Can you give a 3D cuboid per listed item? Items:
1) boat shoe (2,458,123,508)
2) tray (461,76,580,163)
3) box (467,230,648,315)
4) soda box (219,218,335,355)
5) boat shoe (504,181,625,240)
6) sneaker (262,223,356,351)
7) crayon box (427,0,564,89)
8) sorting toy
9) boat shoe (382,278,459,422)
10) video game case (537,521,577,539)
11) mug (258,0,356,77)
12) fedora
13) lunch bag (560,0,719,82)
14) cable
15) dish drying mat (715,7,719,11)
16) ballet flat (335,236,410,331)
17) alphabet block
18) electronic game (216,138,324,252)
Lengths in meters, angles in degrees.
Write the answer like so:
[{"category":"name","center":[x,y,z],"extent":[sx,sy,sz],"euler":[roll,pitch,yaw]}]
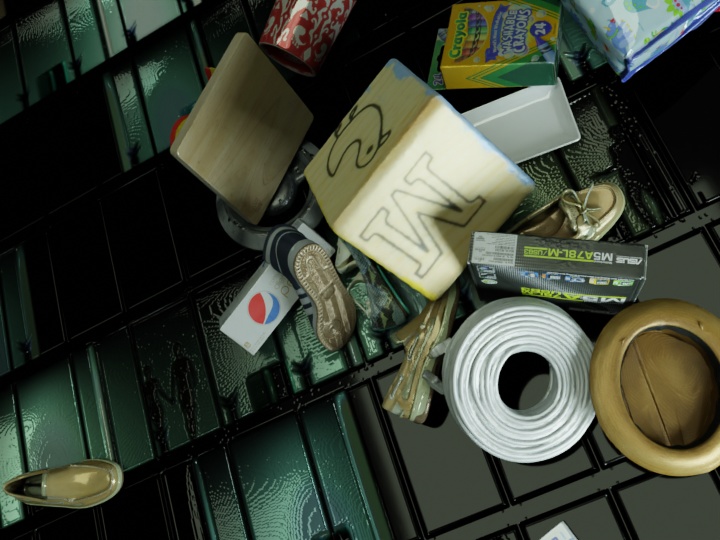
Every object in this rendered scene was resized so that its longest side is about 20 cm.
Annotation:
[{"category":"boat shoe","center":[-0.467,0.336,1.147],"extent":[0.196,0.076,0.073],"euler":[-14,69,16]},{"category":"tray","center":[0.210,-0.199,1.076],"extent":[0.197,0.022,0.109],"euler":[-19,70,15]},{"category":"box","center":[0.237,0.007,0.902],"extent":[0.196,0.193,0.049],"euler":[6,74,15]},{"category":"soda box","center":[-0.126,0.023,1.103],"extent":[0.068,0.064,0.201],"euler":[38,91,-16]},{"category":"boat shoe","center":[0.264,-0.057,0.991],"extent":[0.198,0.063,0.074],"euler":[-34,66,9]},{"category":"sneaker","center":[-0.074,0.020,1.046],"extent":[0.070,0.202,0.108],"euler":[-37,44,-19]},{"category":"crayon box","center":[0.196,-0.336,1.093],"extent":[0.196,0.052,0.128],"euler":[3,64,22]},{"category":"sorting toy","center":[-0.184,-0.209,1.095],"extent":[0.069,0.199,0.203],"euler":[18,74,35]},{"category":"boat shoe","center":[0.078,0.097,0.995],"extent":[0.075,0.072,0.204],"euler":[16,80,5]},{"category":"video game case","center":[0.252,0.430,0.878],"extent":[0.143,0.018,0.201],"euler":[-40,65,6]},{"category":"mug","center":[-0.080,-0.433,1.220],"extent":[0.132,0.177,0.203],"euler":[25,88,-11]},{"category":"fedora","center":[0.362,0.139,0.878],"extent":[0.196,0.082,0.205],"euler":[-2,78,8]},{"category":"lunch bag","center":[0.388,-0.390,0.988],"extent":[0.199,0.127,0.171],"euler":[-38,82,13]},{"category":"cable","center":[0.201,0.134,0.919],"extent":[0.199,0.069,0.201],"euler":[-41,90,0]},{"category":"dish drying mat","center":[0.421,-0.415,1.061],"extent":[0.197,0.018,0.078],"euler":[15,81,24]},{"category":"ballet flat","center":[0.000,0.000,1.067],"extent":[0.074,0.074,0.202],"euler":[-33,61,8]},{"category":"alphabet block","center":[0.070,-0.119,0.961],"extent":[0.201,0.195,0.196],"euler":[-50,28,12]},{"category":"electronic game","center":[-0.138,-0.125,1.176],"extent":[0.196,0.042,0.204],"euler":[-4,70,12]}]
